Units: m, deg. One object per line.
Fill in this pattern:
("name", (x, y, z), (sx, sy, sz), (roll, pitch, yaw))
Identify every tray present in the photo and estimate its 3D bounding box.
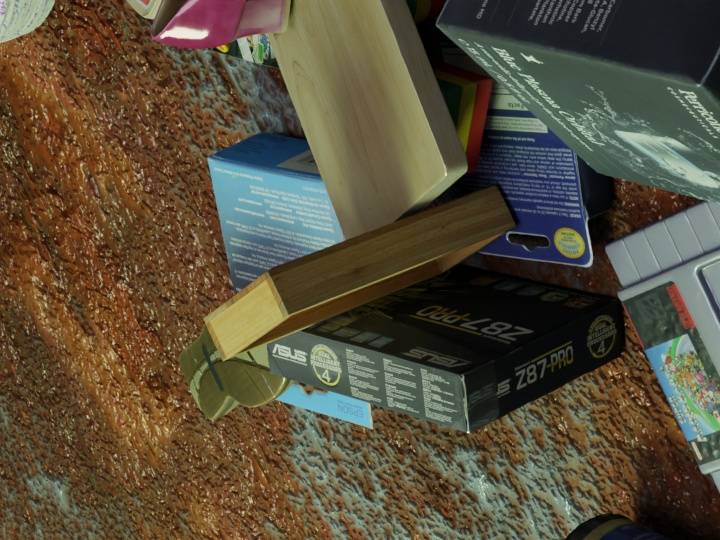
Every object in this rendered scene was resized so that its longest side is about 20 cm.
("tray", (0.000, 0.000, 1.606), (0.099, 0.200, 0.037), (-35, 79, 55))

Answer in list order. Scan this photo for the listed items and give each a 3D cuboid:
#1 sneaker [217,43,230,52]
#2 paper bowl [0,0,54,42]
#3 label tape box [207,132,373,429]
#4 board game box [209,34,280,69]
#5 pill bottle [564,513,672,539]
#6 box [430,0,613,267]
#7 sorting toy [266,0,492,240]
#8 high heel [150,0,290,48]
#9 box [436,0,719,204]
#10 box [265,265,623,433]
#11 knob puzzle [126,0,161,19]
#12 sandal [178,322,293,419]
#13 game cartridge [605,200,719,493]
("sneaker", (-0.081, -0.247, 1.708), (0.077, 0.073, 0.200), (26, 131, -2))
("paper bowl", (-0.316, -0.286, 1.944), (0.200, 0.104, 0.201), (24, 125, 40))
("label tape box", (-0.033, 0.005, 1.804), (0.144, 0.063, 0.201), (14, 122, 44))
("board game box", (-0.081, -0.252, 1.759), (0.105, 0.023, 0.201), (21, 124, 42))
("pill bottle", (0.225, 0.250, 1.599), (0.200, 0.112, 0.112), (23, 125, 40))
("box", (0.109, -0.105, 1.610), (0.121, 0.032, 0.201), (8, 114, 48))
("sorting toy", (0.019, -0.136, 1.625), (0.200, 0.069, 0.199), (69, 157, 8))
("high heel", (-0.096, -0.246, 1.608), (0.067, 0.096, 0.200), (-125, 33, -49))
("box", (0.186, -0.128, 1.366), (0.200, 0.197, 0.118), (17, 77, 43))
("box", (0.056, 0.048, 1.648), (0.200, 0.161, 0.049), (14, 119, 45))
("knob puzzle", (-0.157, -0.283, 1.734), (0.220, 0.030, 0.220), (-23, 64, 60))
("sandal", (-0.086, 0.067, 1.814), (0.081, 0.054, 0.200), (67, 157, 4))
("game cartridge", (0.244, 0.054, 1.540), (0.130, 0.038, 0.200), (-27, 88, 47))
